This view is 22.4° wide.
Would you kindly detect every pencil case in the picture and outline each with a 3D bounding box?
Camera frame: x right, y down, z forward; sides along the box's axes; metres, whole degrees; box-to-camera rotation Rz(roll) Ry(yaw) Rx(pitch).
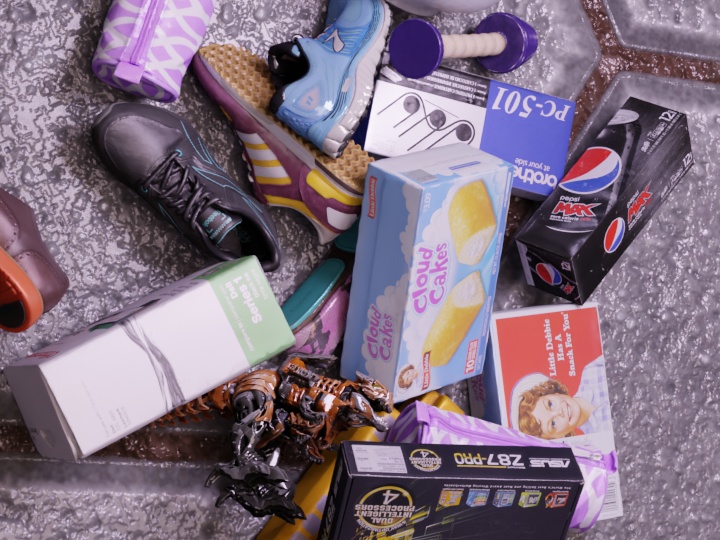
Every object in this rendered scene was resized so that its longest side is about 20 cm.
[{"bbox_3d":[-0.159,-0.241,1.519,0.084,0.085,0.200,18,81,-8],"label":"pencil case"},{"bbox_3d":[0.119,0.168,1.548,0.200,0.086,0.084,13,48,-22],"label":"pencil case"}]

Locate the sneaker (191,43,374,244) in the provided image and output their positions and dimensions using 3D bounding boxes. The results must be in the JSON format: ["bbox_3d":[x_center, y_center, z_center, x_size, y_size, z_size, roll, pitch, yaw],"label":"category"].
[{"bbox_3d":[-0.080,-0.107,1.561,0.200,0.090,0.075,43,34,10],"label":"sneaker"}]

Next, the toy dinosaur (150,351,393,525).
[{"bbox_3d":[-0.075,0.131,1.520,0.102,0.200,0.136,42,47,-47],"label":"toy dinosaur"}]

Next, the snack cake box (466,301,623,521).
[{"bbox_3d":[0.163,0.133,1.652,0.115,0.067,0.200,-6,89,-21],"label":"snack cake box"}]

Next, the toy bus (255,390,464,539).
[{"bbox_3d":[0.002,0.181,1.582,0.078,0.065,0.200,42,73,-14],"label":"toy bus"}]

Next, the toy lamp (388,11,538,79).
[{"bbox_3d":[0.098,-0.199,1.604,0.200,0.058,0.058,-16,94,-58],"label":"toy lamp"}]

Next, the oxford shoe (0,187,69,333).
[{"bbox_3d":[-0.313,-0.046,1.472,0.200,0.071,0.073,56,41,-7],"label":"oxford shoe"}]

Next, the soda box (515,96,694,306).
[{"bbox_3d":[0.226,-0.066,1.666,0.200,0.063,0.071,-49,142,-26],"label":"soda box"}]

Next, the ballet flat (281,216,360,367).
[{"bbox_3d":[0.000,0.000,1.598,0.071,0.069,0.200,44,75,-34],"label":"ballet flat"}]

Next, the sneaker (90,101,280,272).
[{"bbox_3d":[-0.137,-0.067,1.512,0.200,0.079,0.075,39,94,-24],"label":"sneaker"}]

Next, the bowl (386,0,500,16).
[{"bbox_3d":[0.054,-0.287,1.595,0.201,0.201,0.090,24,122,-20],"label":"bowl"}]

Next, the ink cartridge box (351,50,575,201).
[{"bbox_3d":[0.093,-0.130,1.649,0.200,0.044,0.094,12,84,-22],"label":"ink cartridge box"}]

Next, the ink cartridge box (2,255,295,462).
[{"bbox_3d":[-0.174,0.071,1.470,0.200,0.146,0.084,-27,96,-22],"label":"ink cartridge box"}]

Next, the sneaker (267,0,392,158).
[{"bbox_3d":[-0.031,-0.185,1.545,0.090,0.078,0.200,24,38,-10],"label":"sneaker"}]

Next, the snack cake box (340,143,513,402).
[{"bbox_3d":[0.056,0.001,1.550,0.115,0.067,0.200,-17,123,-43],"label":"snack cake box"}]

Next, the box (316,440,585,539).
[{"bbox_3d":[0.067,0.214,1.492,0.200,0.049,0.161,4,127,-16],"label":"box"}]
